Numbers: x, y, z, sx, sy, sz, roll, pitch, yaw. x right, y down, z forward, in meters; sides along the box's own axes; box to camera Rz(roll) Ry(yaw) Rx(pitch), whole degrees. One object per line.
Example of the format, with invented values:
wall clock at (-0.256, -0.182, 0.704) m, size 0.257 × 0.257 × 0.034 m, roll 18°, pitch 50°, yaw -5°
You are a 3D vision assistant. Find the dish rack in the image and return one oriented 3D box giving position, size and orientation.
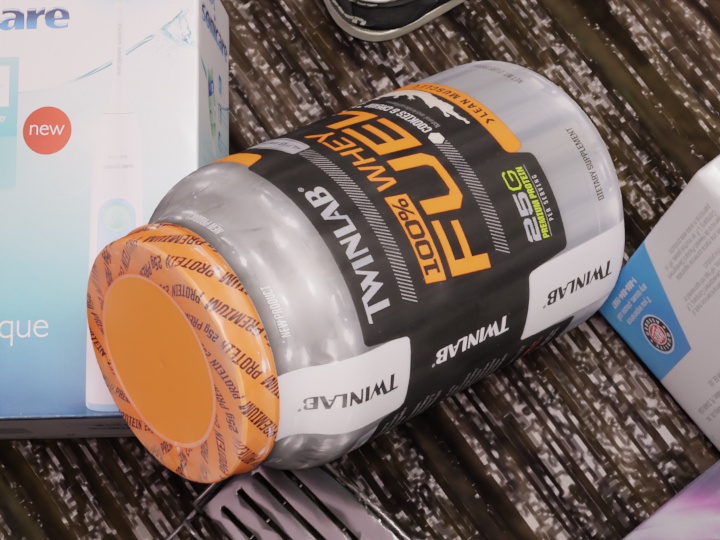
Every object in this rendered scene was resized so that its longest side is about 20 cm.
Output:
dish rack at (-0.056, 0.178, 0.756) m, size 0.153 × 0.055 × 0.200 m, roll 43°, pitch 86°, yaw 10°

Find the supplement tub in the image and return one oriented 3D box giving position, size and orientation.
supplement tub at (0.000, 0.000, 0.706) m, size 0.199 × 0.123 × 0.123 m, roll -26°, pitch 76°, yaw -36°

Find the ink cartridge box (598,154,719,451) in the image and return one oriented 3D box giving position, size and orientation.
ink cartridge box at (0.203, 0.043, 0.704) m, size 0.084 × 0.145 × 0.200 m, roll -34°, pitch 78°, yaw -20°

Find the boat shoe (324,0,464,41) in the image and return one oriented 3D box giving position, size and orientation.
boat shoe at (0.068, -0.178, 0.804) m, size 0.200 × 0.068 × 0.072 m, roll -36°, pitch 77°, yaw -3°

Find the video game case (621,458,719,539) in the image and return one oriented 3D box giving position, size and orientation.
video game case at (0.184, 0.126, 0.680) m, size 0.019 × 0.200 × 0.143 m, roll -32°, pitch 76°, yaw -33°

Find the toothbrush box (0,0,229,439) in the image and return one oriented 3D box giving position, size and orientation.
toothbrush box at (-0.134, -0.030, 0.786) m, size 0.145 × 0.085 × 0.201 m, roll -1°, pitch 78°, yaw 5°
